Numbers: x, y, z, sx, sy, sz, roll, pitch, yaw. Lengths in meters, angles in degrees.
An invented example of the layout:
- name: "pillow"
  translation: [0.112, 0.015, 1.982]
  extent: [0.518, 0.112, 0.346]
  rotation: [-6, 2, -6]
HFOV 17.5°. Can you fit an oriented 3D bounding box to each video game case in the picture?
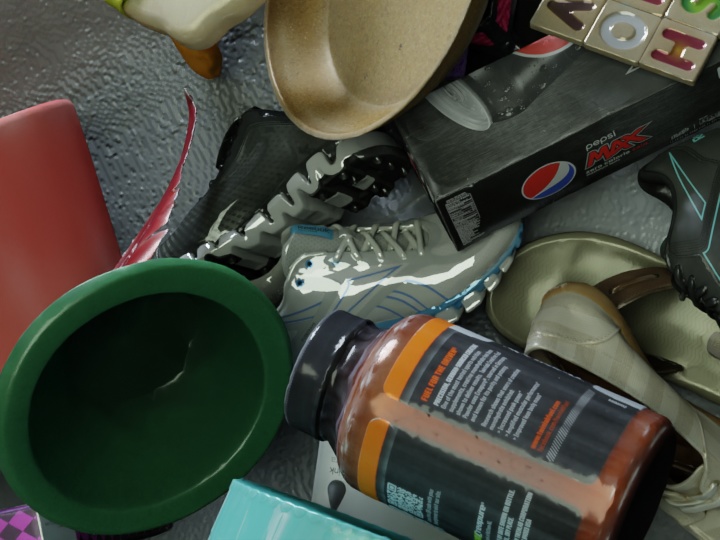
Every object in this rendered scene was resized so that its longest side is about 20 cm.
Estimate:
- name: "video game case"
  translation: [-0.239, 0.166, 1.404]
  extent: [0.199, 0.181, 0.036]
  rotation: [-13, 85, 18]

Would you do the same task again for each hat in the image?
- name: "hat"
  translation: [-0.139, 0.033, 1.357]
  extent: [0.200, 0.176, 0.166]
  rotation: [-24, 122, -13]

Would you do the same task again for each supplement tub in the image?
- name: "supplement tub"
  translation: [0.061, 0.090, 1.258]
  extent: [0.200, 0.107, 0.107]
  rotation: [24, 95, 17]

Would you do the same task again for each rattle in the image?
- name: "rattle"
  translation: [-0.057, -0.215, 1.380]
  extent: [0.130, 0.143, 0.200]
  rotation: [27, 86, 41]

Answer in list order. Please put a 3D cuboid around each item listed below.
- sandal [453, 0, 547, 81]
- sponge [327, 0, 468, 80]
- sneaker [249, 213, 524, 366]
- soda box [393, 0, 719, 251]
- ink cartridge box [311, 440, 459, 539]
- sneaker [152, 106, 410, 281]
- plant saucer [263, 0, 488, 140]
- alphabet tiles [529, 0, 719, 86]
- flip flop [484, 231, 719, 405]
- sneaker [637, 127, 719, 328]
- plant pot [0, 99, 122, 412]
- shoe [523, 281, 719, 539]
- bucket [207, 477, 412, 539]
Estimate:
- name: "sandal"
  translation: [0.061, -0.175, 1.388]
  extent: [0.075, 0.045, 0.200]
  rotation: [-29, 79, 15]
- name: "sponge"
  translation: [0.024, -0.212, 1.380]
  extent: [0.111, 0.030, 0.201]
  rotation: [7, 89, 43]
- name: "sneaker"
  translation: [0.000, 0.000, 1.370]
  extent: [0.200, 0.075, 0.087]
  rotation: [-29, 119, 14]
- name: "soda box"
  translation: [0.124, -0.094, 1.322]
  extent: [0.200, 0.063, 0.071]
  rotation: [-26, 61, 1]
- name: "ink cartridge box"
  translation: [0.045, 0.169, 1.359]
  extent: [0.146, 0.083, 0.201]
  rotation: [8, 90, 18]
- name: "sneaker"
  translation: [-0.062, -0.049, 1.417]
  extent: [0.200, 0.066, 0.091]
  rotation: [-34, 60, 24]
- name: "plant saucer"
  translation: [0.018, -0.167, 1.316]
  extent: [0.200, 0.035, 0.201]
  rotation: [-23, 60, 48]
- name: "alphabet tiles"
  translation: [0.182, -0.197, 1.318]
  extent: [0.167, 0.008, 0.200]
  rotation: [22, 65, 18]
- name: "flip flop"
  translation: [0.166, 0.032, 1.337]
  extent: [0.200, 0.058, 0.081]
  rotation: [21, 95, 18]
- name: "sneaker"
  translation: [0.212, 0.010, 1.295]
  extent: [0.079, 0.075, 0.200]
  rotation: [-14, 59, 1]
- name: "plant pot"
  translation: [-0.225, 0.018, 1.409]
  extent: [0.200, 0.200, 0.178]
  rotation: [-25, 91, 16]
- name: "shoe"
  translation: [0.162, 0.096, 1.307]
  extent: [0.200, 0.053, 0.070]
  rotation: [47, 127, -9]
- name: "bucket"
  translation: [-0.007, 0.202, 1.229]
  extent: [0.207, 0.207, 0.135]
  rotation: [19, 86, 18]
